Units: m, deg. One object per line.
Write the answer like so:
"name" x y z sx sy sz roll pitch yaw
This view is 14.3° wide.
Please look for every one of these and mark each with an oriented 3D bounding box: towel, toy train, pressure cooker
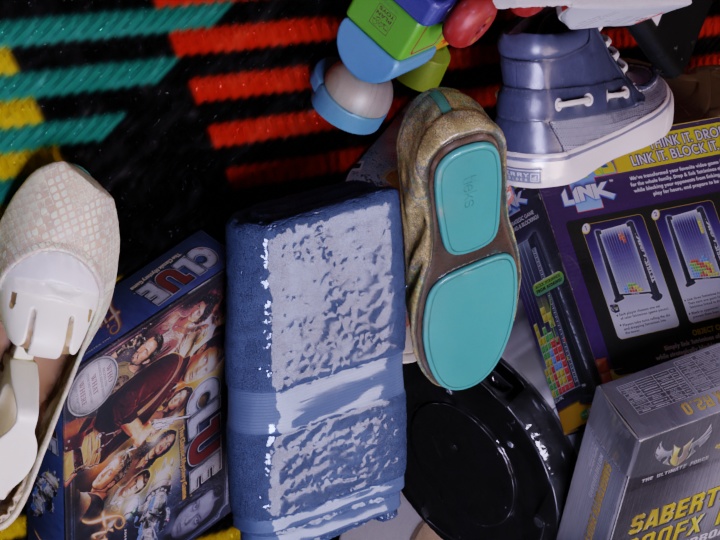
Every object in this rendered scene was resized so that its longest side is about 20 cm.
"towel" -0.027 0.052 1.572 0.111 0.048 0.201 -15 115 -35
"toy train" 0.054 -0.148 1.593 0.200 0.085 0.116 -29 158 -52
"pressure cooker" 0.130 0.077 1.821 0.200 0.178 0.176 -35 143 -33

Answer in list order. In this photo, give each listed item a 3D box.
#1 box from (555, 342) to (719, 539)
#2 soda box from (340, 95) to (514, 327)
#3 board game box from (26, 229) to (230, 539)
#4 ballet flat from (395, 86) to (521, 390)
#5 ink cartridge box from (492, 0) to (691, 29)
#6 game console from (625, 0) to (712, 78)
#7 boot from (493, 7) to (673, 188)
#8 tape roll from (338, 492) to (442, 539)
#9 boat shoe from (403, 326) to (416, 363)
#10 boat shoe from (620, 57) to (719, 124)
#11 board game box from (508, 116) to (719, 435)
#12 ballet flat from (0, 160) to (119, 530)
"box" 0.220 0.108 1.711 0.199 0.048 0.159 -17 141 -26
"soda box" 0.000 0.000 1.660 0.200 0.063 0.068 -50 150 -14
"board game box" -0.125 0.090 1.584 0.135 0.035 0.201 -36 145 -35
"ballet flat" 0.051 -0.021 1.591 0.071 0.071 0.200 -39 145 -30
"ink cartridge box" 0.094 -0.209 1.521 0.200 0.050 0.163 -9 85 -51
"game console" 0.185 -0.228 1.711 0.178 0.031 0.200 -68 153 -9
"boot" 0.134 -0.116 1.681 0.200 0.072 0.091 -36 130 -61
"tape roll" 0.084 0.194 1.841 0.203 0.202 0.037 -34 138 -36
"boat shoe" 0.056 -0.021 1.754 0.200 0.073 0.063 -51 -165 -23
"boat shoe" 0.193 -0.094 1.858 0.200 0.072 0.065 -6 140 -48
"board game box" 0.189 -0.002 1.746 0.199 0.166 0.057 -10 166 -32
"ballet flat" -0.162 0.043 1.434 0.067 0.062 0.201 9 117 -19
